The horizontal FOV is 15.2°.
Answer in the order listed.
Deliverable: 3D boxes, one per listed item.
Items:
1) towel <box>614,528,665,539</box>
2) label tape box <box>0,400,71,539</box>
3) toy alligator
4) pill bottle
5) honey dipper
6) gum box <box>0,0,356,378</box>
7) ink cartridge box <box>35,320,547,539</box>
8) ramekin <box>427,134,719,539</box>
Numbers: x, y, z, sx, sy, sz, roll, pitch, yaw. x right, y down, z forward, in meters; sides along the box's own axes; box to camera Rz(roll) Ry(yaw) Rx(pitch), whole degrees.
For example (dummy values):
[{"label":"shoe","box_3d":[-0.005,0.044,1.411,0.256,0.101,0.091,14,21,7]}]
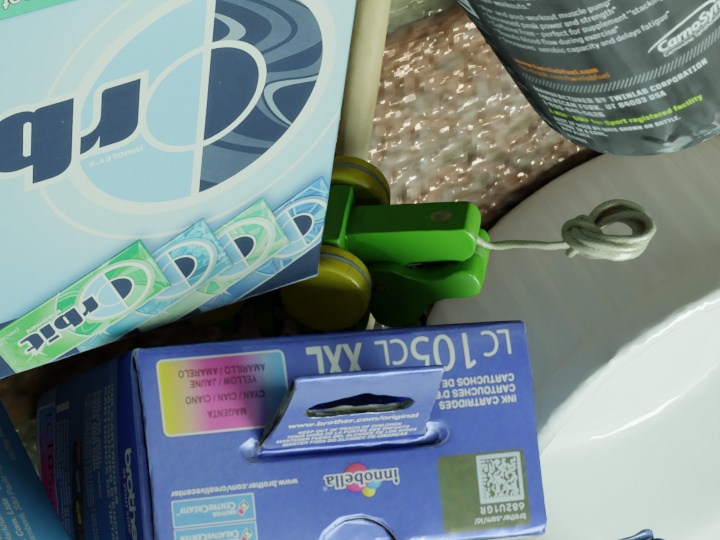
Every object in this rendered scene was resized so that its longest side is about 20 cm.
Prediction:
[{"label":"towel","box_3d":[0.018,0.129,1.010,0.199,0.024,0.145,-5,162,5]},{"label":"label tape box","box_3d":[-0.196,0.081,0.857,0.200,0.143,0.066,5,129,-39]},{"label":"toy alligator","box_3d":[0.000,0.000,0.916,0.199,0.059,0.054,3,131,9]},{"label":"pill bottle","box_3d":[0.064,-0.127,0.838,0.106,0.106,0.200,-35,143,4]},{"label":"honey dipper","box_3d":[0.000,-0.056,0.931,0.038,0.038,0.200,-13,137,-23]},{"label":"gum box","box_3d":[-0.085,-0.054,0.781,0.170,0.045,0.200,-18,144,-24]},{"label":"ink cartridge box","box_3d":[-0.024,0.063,0.913,0.136,0.077,0.200,-4,176,-18]},{"label":"ramekin","box_3d":[0.119,0.040,1.071,0.200,0.098,0.201,-20,141,-17]}]
